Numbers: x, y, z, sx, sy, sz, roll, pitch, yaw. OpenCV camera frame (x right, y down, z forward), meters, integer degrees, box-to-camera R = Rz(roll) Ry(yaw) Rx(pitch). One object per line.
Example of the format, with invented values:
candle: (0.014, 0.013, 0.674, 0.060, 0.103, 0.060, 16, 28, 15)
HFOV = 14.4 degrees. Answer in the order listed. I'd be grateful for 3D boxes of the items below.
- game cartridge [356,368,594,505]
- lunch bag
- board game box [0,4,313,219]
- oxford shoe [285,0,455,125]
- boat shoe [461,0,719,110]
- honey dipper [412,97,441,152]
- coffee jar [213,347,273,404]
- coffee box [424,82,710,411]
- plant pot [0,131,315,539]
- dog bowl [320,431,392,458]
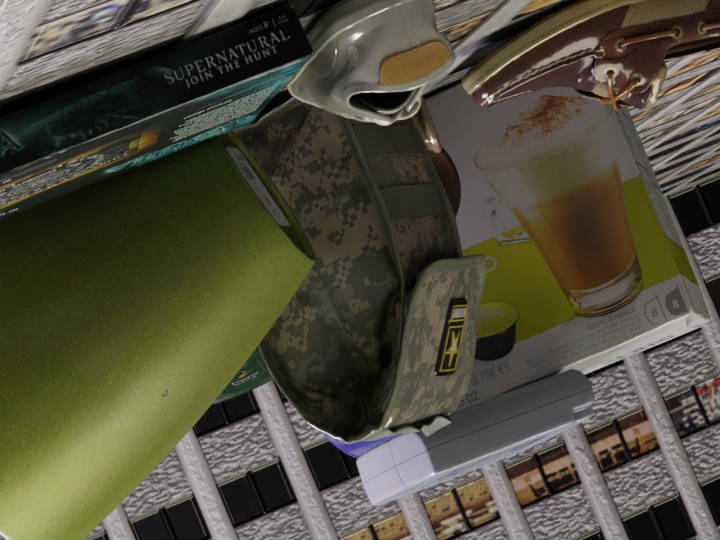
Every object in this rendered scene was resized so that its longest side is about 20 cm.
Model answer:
game cartridge: (0.066, 0.111, 1.831, 0.132, 0.042, 0.200, -16, 173, -12)
lunch bag: (0.000, 0.000, 1.628, 0.117, 0.201, 0.164, -24, 175, 16)
board game box: (-0.129, -0.062, 1.331, 0.199, 0.028, 0.135, -22, 176, -18)
oxford shoe: (0.006, -0.098, 1.417, 0.075, 0.058, 0.200, -25, 178, -10)
boat shoe: (0.160, -0.131, 1.711, 0.199, 0.072, 0.072, -22, 176, -14)
honey dipper: (-0.048, -0.059, 1.789, 0.199, 0.038, 0.038, -19, 176, 3)
coffee jar: (-0.102, 0.012, 1.728, 0.104, 0.086, 0.200, -24, 160, 3)
coffee box: (0.102, -0.022, 1.900, 0.199, 0.199, 0.200, -23, 174, 9)
plant pot: (-0.129, 0.015, 1.459, 0.200, 0.188, 0.187, -36, 174, 7)
dog bowl: (0.009, 0.033, 2.072, 0.078, 0.201, 0.200, -22, 177, 23)
